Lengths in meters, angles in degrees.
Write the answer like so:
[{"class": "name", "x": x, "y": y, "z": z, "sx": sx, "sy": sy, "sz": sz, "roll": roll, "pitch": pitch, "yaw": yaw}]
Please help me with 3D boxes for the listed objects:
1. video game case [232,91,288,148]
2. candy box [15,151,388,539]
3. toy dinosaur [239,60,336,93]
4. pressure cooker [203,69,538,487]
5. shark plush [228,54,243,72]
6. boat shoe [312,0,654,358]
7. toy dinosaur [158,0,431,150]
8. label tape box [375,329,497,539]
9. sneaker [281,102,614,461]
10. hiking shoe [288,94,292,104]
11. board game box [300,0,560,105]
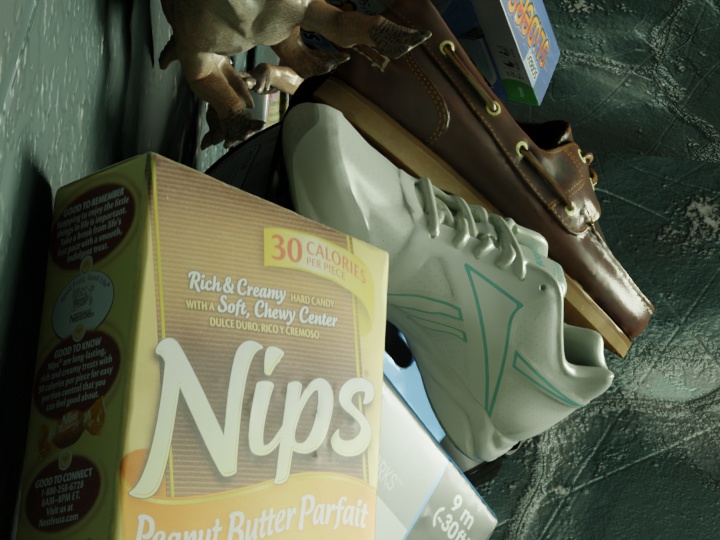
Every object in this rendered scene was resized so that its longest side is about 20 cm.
[{"class": "video game case", "x": -0.069, "y": -0.041, "z": 1.238, "sx": 0.200, "sy": 0.024, "sz": 0.182, "roll": -61, "pitch": 156, "yaw": -83}, {"class": "candy box", "x": -0.051, "y": 0.075, "z": 0.607, "sx": 0.115, "sy": 0.055, "sz": 0.200, "roll": 22, "pitch": 63, "yaw": -42}, {"class": "toy dinosaur", "x": 0.003, "y": -0.138, "z": 1.079, "sx": 0.136, "sy": 0.200, "sz": 0.086, "roll": -49, "pitch": -151, "yaw": 3}, {"class": "pressure cooker", "x": 0.003, "y": -0.001, "z": 0.941, "sx": 0.176, "sy": 0.178, "sz": 0.200, "roll": 32, "pitch": -31, "yaw": 52}, {"class": "shark plush", "x": -0.063, "y": -0.188, "z": 0.942, "sx": 0.083, "sy": 0.091, "sz": 0.200, "roll": -50, "pitch": 172, "yaw": -51}, {"class": "boat shoe", "x": 0.071, "y": -0.041, "z": 0.824, "sx": 0.070, "sy": 0.200, "sz": 0.070, "roll": -50, "pitch": -154, "yaw": -5}, {"class": "toy dinosaur", "x": -0.055, "y": -0.126, "z": 0.714, "sx": 0.136, "sy": 0.086, "sz": 0.200, "roll": 60, "pitch": -9, "yaw": -11}, {"class": "label tape box", "x": -0.009, "y": 0.090, "z": 0.791, "sx": 0.200, "sy": 0.066, "sz": 0.143, "roll": -55, "pitch": 130, "yaw": -21}, {"class": "sneaker", "x": 0.038, "y": -0.004, "z": 0.771, "sx": 0.200, "sy": 0.080, "sz": 0.071, "roll": 51, "pitch": 25, "yaw": -34}, {"class": "hiking shoe", "x": -0.018, "y": -0.162, "z": 1.205, "sx": 0.087, "sy": 0.074, "sz": 0.200, "roll": -90, "pitch": 170, "yaw": -51}, {"class": "board game box", "x": 0.012, "y": -0.153, "z": 0.878, "sx": 0.035, "sy": 0.135, "sz": 0.200, "roll": -68, "pitch": 156, "yaw": -17}]
